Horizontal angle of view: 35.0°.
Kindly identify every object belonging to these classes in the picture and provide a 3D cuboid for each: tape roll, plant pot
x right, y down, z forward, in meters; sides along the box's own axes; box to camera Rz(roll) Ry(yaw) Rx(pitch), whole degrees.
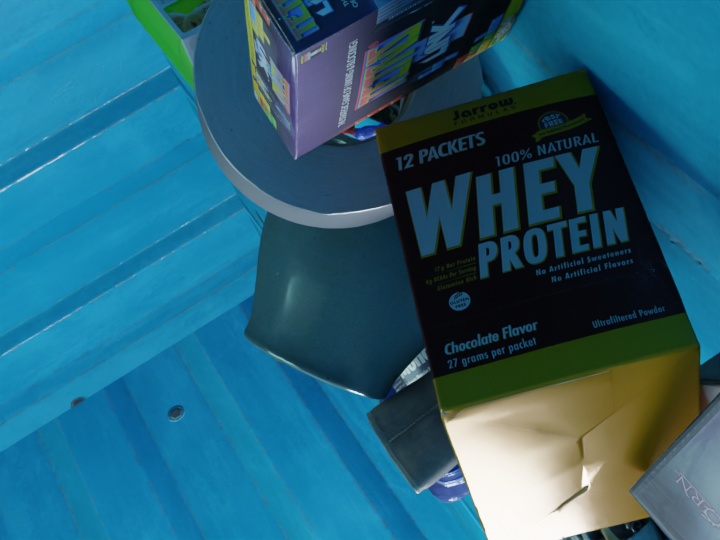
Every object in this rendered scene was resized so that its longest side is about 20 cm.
[{"bbox_3d":[-0.017,-0.133,0.810,0.200,0.200,0.066,58,173,3],"label":"tape roll"},{"bbox_3d":[0.000,0.000,0.968,0.200,0.188,0.200,24,-178,-1],"label":"plant pot"}]

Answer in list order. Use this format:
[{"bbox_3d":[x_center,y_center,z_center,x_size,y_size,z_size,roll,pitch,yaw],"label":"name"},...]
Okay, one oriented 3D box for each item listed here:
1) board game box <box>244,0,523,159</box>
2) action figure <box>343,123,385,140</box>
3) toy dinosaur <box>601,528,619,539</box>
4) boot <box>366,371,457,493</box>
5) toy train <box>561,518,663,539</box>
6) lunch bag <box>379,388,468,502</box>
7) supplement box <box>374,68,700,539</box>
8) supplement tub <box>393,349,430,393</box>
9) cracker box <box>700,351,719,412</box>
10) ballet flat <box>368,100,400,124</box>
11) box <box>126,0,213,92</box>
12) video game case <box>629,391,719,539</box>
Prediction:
[{"bbox_3d":[0.019,-0.148,0.651,0.057,0.165,0.200,57,173,6],"label":"board game box"},{"bbox_3d":[0.044,-0.117,1.060,0.065,0.052,0.200,56,169,-27],"label":"action figure"},{"bbox_3d":[0.290,0.322,1.076,0.200,0.101,0.058,39,-163,28],"label":"toy dinosaur"},{"bbox_3d":[0.116,0.107,0.911,0.073,0.200,0.182,61,172,-29],"label":"boot"},{"bbox_3d":[0.280,0.307,1.156,0.200,0.085,0.114,62,159,-6],"label":"toy train"},{"bbox_3d":[0.117,0.209,1.550,0.200,0.136,0.132,53,171,33],"label":"lunch bag"},{"bbox_3d":[0.108,0.029,0.692,0.197,0.133,0.200,68,-172,-52],"label":"supplement box"},{"bbox_3d":[0.078,0.064,1.212,0.200,0.140,0.140,56,172,9],"label":"supplement tub"},{"bbox_3d":[0.251,0.100,0.572,0.134,0.058,0.200,58,172,0],"label":"cracker box"},{"bbox_3d":[0.048,-0.139,0.921,0.200,0.069,0.071,45,148,43],"label":"ballet flat"},{"bbox_3d":[-0.097,-0.245,0.956,0.200,0.176,0.097,52,170,40],"label":"box"},{"bbox_3d":[0.209,0.125,0.542,0.143,0.019,0.200,50,157,20],"label":"video game case"}]
